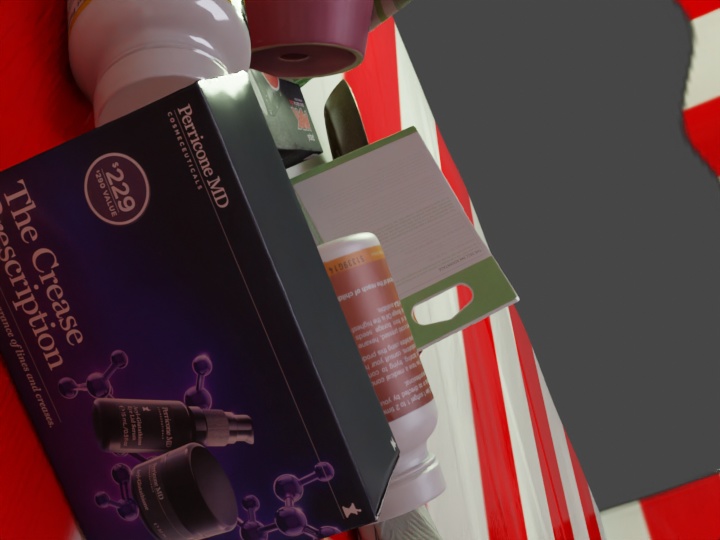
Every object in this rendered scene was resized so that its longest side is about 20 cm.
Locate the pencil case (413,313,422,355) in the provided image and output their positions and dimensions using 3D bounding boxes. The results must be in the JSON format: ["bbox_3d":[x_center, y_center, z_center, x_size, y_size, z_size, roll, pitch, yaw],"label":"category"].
[{"bbox_3d":[0.000,0.000,1.041,0.087,0.086,0.203,38,33,-67],"label":"pencil case"}]

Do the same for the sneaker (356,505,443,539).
[{"bbox_3d":[0.018,0.191,0.883,0.073,0.071,0.203,116,-39,-50],"label":"sneaker"}]

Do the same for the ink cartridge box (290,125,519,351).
[{"bbox_3d":[0.036,-0.022,0.985,0.202,0.144,0.048,60,-21,15],"label":"ink cartridge box"}]

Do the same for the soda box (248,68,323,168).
[{"bbox_3d":[-0.090,-0.118,0.867,0.200,0.062,0.072,-26,96,-78],"label":"soda box"}]

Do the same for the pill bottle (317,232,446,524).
[{"bbox_3d":[-0.006,0.083,0.805,0.112,0.110,0.204,-8,78,-77],"label":"pill bottle"}]

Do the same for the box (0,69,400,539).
[{"bbox_3d":[-0.083,0.031,0.491,0.079,0.139,0.203,-57,125,-75],"label":"box"}]

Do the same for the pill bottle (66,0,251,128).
[{"bbox_3d":[-0.127,-0.165,0.664,0.113,0.111,0.203,51,22,-54],"label":"pill bottle"}]

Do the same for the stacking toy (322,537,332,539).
[{"bbox_3d":[-0.060,0.126,0.621,0.086,0.084,0.203,-88,162,-60],"label":"stacking toy"}]

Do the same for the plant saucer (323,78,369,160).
[{"bbox_3d":[-0.007,-0.110,1.185,0.200,0.031,0.204,163,-89,-86],"label":"plant saucer"}]

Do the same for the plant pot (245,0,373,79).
[{"bbox_3d":[-0.061,-0.285,0.998,0.200,0.196,0.183,12,74,-75],"label":"plant pot"}]

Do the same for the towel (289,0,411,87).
[{"bbox_3d":[-0.027,-0.287,1.101,0.023,0.198,0.155,21,46,-46],"label":"towel"}]
